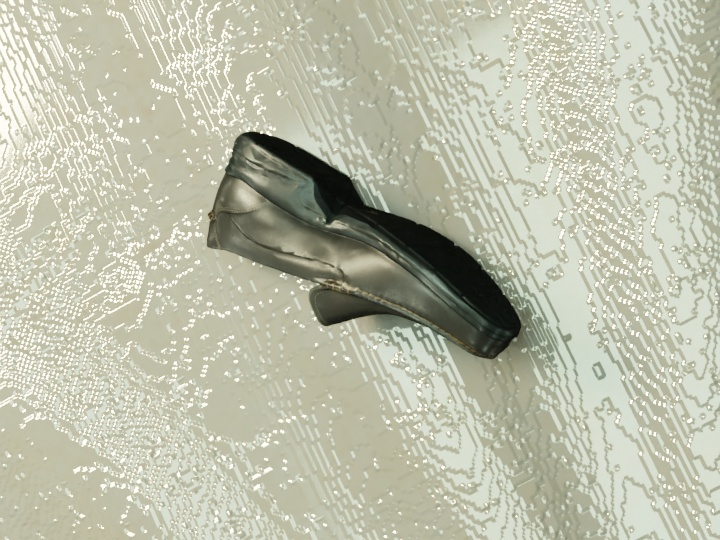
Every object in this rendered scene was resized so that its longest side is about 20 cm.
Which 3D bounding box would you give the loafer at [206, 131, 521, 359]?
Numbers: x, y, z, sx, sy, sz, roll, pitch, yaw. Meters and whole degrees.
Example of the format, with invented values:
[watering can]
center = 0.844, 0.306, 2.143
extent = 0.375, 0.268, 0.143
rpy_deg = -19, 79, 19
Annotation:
[loafer]
center = 0.000, 0.000, 1.454
extent = 0.200, 0.073, 0.072
rpy_deg = 34, 105, 28
